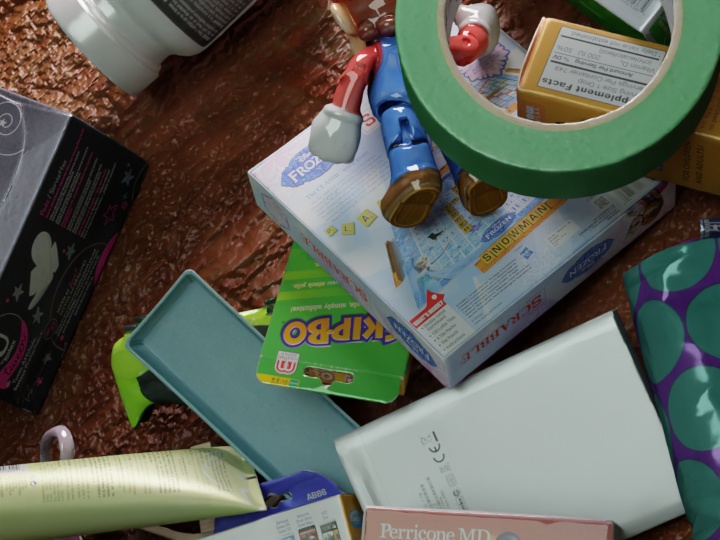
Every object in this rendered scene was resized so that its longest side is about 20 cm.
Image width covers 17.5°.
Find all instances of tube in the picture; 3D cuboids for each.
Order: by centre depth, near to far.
[{"bbox_3d":[-0.163,0.145,1.504,0.199,0.052,0.058,-6,71,-11],"label":"tube"}]

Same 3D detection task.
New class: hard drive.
[{"bbox_3d":[0.098,0.126,1.470,0.199,0.027,0.133,-26,85,16],"label":"hard drive"}]

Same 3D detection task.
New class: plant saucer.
[{"bbox_3d":[-0.060,0.090,1.528,0.200,0.019,0.070,43,100,4],"label":"plant saucer"}]

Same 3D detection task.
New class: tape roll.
[{"bbox_3d":[0.121,-0.145,1.420,0.199,0.048,0.202,-2,72,5],"label":"tape roll"}]

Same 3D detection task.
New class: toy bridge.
[{"bbox_3d":[-0.100,0.150,1.573,0.199,0.027,0.068,-17,69,18],"label":"toy bridge"}]

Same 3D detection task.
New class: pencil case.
[{"bbox_3d":[0.224,0.076,1.415,0.092,0.085,0.201,-10,69,-2],"label":"pencil case"}]

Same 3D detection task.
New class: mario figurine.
[{"bbox_3d":[0.032,-0.118,1.506,0.106,0.123,0.201,-36,57,35],"label":"mario figurine"}]

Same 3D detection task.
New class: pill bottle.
[{"bbox_3d":[-0.120,-0.225,1.651,0.200,0.116,0.117,-42,62,7],"label":"pill bottle"}]

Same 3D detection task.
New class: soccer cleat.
[{"bbox_3d":[-0.070,0.063,1.573,0.199,0.068,0.082,-7,100,15],"label":"soccer cleat"}]

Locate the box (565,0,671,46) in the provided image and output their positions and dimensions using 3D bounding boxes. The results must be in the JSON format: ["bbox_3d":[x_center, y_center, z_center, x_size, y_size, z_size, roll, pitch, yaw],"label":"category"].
[{"bbox_3d":[0.178,-0.259,1.535,0.200,0.097,0.177,38,92,29],"label":"box"}]

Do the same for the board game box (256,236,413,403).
[{"bbox_3d":[0.000,0.000,1.528,0.095,0.030,0.201,8,55,11],"label":"board game box"}]

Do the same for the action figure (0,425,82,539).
[{"bbox_3d":[-0.195,0.232,1.563,0.200,0.134,0.149,42,57,7],"label":"action figure"}]

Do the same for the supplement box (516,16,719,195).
[{"bbox_3d":[0.199,-0.096,1.462,0.199,0.067,0.069,17,61,17],"label":"supplement box"}]

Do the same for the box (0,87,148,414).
[{"bbox_3d":[-0.265,-0.023,1.654,0.132,0.115,0.201,21,83,28],"label":"box"}]

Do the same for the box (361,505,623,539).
[{"bbox_3d":[0.075,0.245,1.387,0.151,0.106,0.202,2,82,10],"label":"box"}]

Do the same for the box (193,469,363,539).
[{"bbox_3d":[-0.039,0.232,1.492,0.118,0.041,0.201,-19,81,19],"label":"box"}]

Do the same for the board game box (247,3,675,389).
[{"bbox_3d":[0.065,-0.052,1.514,0.200,0.041,0.199,-37,60,-16],"label":"board game box"}]
